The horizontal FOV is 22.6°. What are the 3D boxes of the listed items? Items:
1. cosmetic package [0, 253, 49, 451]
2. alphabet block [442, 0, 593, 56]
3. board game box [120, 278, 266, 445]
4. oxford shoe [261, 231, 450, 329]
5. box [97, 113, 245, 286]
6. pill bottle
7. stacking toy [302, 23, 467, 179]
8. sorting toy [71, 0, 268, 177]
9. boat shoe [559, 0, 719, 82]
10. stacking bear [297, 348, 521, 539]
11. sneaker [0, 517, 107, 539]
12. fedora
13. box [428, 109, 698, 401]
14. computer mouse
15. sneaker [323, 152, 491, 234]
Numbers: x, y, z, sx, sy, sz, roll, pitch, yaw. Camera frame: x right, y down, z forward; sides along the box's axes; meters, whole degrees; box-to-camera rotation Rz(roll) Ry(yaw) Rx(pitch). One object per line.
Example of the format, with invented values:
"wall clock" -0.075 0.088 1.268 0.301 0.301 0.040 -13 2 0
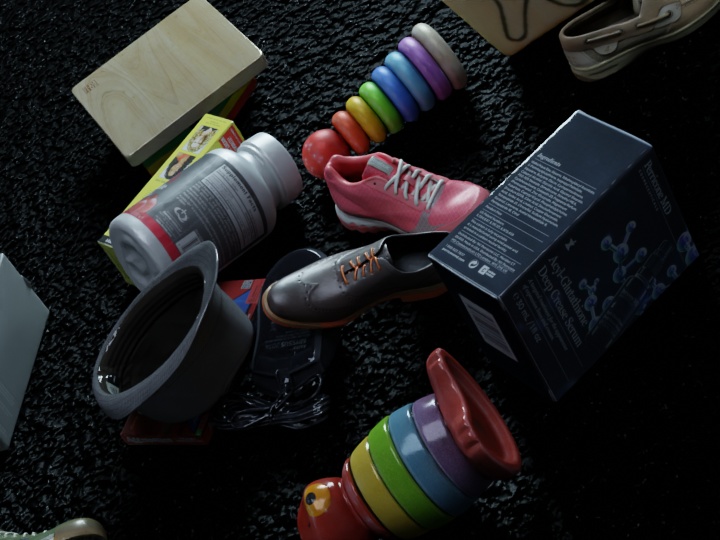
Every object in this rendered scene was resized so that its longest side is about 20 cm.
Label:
"cosmetic package" -0.414 0.092 1.944 0.089 0.107 0.201 -14 41 20
"alphabet block" 0.166 -0.389 1.928 0.195 0.199 0.198 -28 34 42
"board game box" -0.166 0.092 1.847 0.102 0.020 0.201 -4 48 32
"oxford shoe" 0.000 0.000 1.732 0.198 0.073 0.072 -17 63 -14
"box" -0.200 -0.076 1.998 0.050 0.076 0.200 17 59 40
"pill bottle" -0.160 -0.060 1.914 0.199 0.111 0.110 -37 38 -24
"stacking toy" 0.017 -0.176 1.953 0.199 0.086 0.085 -39 40 -1
"sorting toy" -0.218 -0.212 2.149 0.198 0.070 0.200 -38 39 -6
"boat shoe" 0.300 -0.273 1.870 0.199 0.065 0.071 -33 39 0
"stacking bear" 0.030 0.183 1.557 0.199 0.114 0.122 -36 46 14
"sneaker" -0.339 0.276 1.736 0.199 0.067 0.090 -32 45 6
"fedora" -0.173 0.077 1.765 0.200 0.090 0.178 -43 29 20
"box" 0.185 -0.013 1.619 0.200 0.149 0.107 -44 41 -13
"computer mouse" -0.066 0.075 1.779 0.137 0.053 0.202 -6 57 30
"sneaker" 0.041 -0.077 1.827 0.199 0.087 0.074 7 54 38
